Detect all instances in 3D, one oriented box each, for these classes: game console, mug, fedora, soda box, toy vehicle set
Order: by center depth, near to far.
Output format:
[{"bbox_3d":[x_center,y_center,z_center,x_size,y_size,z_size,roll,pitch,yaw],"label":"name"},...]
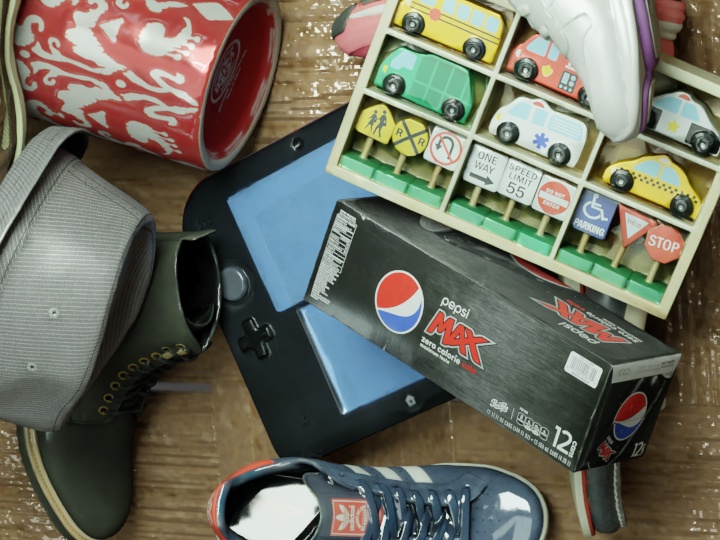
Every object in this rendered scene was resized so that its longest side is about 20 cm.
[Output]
[{"bbox_3d":[0.094,-0.071,1.214,0.199,0.027,0.125,23,108,9],"label":"toy vehicle set"},{"bbox_3d":[0.068,0.029,1.232,0.199,0.070,0.064,32,114,34],"label":"soda box"},{"bbox_3d":[-0.176,0.020,1.305,0.090,0.177,0.201,28,107,1],"label":"fedora"},{"bbox_3d":[-0.151,-0.158,1.328,0.199,0.133,0.179,21,112,16],"label":"mug"},{"bbox_3d":[0.000,0.000,1.337,0.199,0.031,0.178,-26,82,29],"label":"game console"}]

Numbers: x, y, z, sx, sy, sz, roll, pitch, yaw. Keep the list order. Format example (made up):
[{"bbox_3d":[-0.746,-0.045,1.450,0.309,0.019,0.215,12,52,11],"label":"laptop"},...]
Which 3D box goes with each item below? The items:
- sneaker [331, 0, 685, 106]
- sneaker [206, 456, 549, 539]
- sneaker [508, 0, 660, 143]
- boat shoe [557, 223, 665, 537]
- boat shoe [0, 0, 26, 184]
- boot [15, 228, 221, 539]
[{"bbox_3d":[0.075,-0.110,1.253,0.198,0.074,0.088,3,95,22],"label":"sneaker"},{"bbox_3d":[0.007,0.143,1.328,0.198,0.085,0.076,-2,79,8],"label":"sneaker"},{"bbox_3d":[0.088,-0.155,1.153,0.099,0.075,0.202,-19,87,11],"label":"sneaker"},{"bbox_3d":[0.141,0.048,1.276,0.062,0.071,0.202,-2,99,-1],"label":"boat shoe"},{"bbox_3d":[-0.225,-0.109,1.261,0.074,0.075,0.204,11,112,15],"label":"boat shoe"},{"bbox_3d":[-0.136,0.069,1.388,0.137,0.077,0.202,2,105,39],"label":"boot"}]
